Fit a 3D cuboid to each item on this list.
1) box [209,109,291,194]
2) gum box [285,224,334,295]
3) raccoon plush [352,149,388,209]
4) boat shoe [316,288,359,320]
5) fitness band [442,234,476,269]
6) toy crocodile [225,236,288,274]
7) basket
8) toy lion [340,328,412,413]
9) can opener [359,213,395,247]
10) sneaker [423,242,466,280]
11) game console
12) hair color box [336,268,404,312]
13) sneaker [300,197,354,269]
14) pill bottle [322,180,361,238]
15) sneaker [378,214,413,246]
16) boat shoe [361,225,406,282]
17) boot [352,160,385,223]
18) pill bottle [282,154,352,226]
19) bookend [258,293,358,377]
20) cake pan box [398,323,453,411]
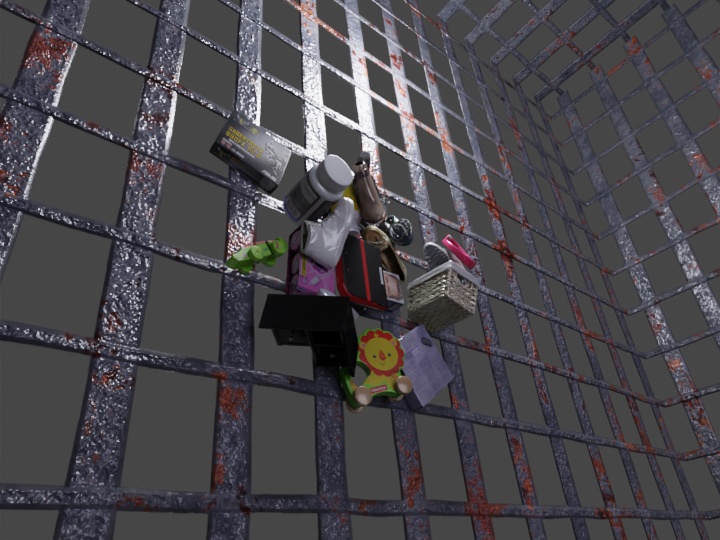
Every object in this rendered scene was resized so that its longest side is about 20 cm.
[{"bbox_3d":[-0.297,-0.326,1.427,0.199,0.048,0.160,35,44,-23],"label":"box"},{"bbox_3d":[-0.129,-0.005,1.354,0.112,0.066,0.203,24,48,-33],"label":"gum box"},{"bbox_3d":[0.045,-0.272,1.642,0.096,0.203,0.133,35,29,30],"label":"raccoon plush"},{"bbox_3d":[-0.063,0.107,1.285,0.072,0.071,0.200,39,-2,31],"label":"boat shoe"},{"bbox_3d":[0.352,-0.066,1.846,0.144,0.037,0.200,45,11,3],"label":"fitness band"},{"bbox_3d":[-0.247,-0.042,1.264,0.199,0.067,0.062,-20,72,-52],"label":"toy crocodile"},{"bbox_3d":[0.244,0.086,1.567,0.134,0.199,0.125,32,49,-24],"label":"basket"},{"bbox_3d":[0.033,0.243,1.322,0.197,0.069,0.194,-7,61,-32],"label":"toy lion"},{"bbox_3d":[0.028,-0.121,1.621,0.199,0.053,0.067,40,9,-17],"label":"can opener"},{"bbox_3d":[0.288,-0.038,1.810,0.199,0.074,0.083,37,26,-28],"label":"sneaker"},{"bbox_3d":[0.000,0.000,1.420,0.175,0.031,0.204,22,51,-42],"label":"game console"},{"bbox_3d":[0.030,0.046,1.484,0.197,0.060,0.102,16,53,-38],"label":"hair color box"},{"bbox_3d":[-0.090,-0.118,1.331,0.114,0.073,0.204,27,66,-29],"label":"sneaker"},{"bbox_3d":[-0.060,-0.180,1.511,0.111,0.112,0.204,10,56,-40],"label":"pill bottle"},{"bbox_3d":[0.131,-0.114,1.631,0.086,0.078,0.200,45,3,-25],"label":"sneaker"},{"bbox_3d":[0.078,-0.051,1.574,0.201,0.073,0.063,50,4,-10],"label":"boat shoe"},{"bbox_3d":[0.015,-0.231,1.483,0.201,0.069,0.149,-114,-172,-66],"label":"boot"},{"bbox_3d":[-0.116,-0.215,1.410,0.112,0.199,0.116,25,47,-30],"label":"pill bottle"},{"bbox_3d":[-0.113,0.154,1.219,0.195,0.201,0.093,2,49,9],"label":"bookend"},{"bbox_3d":[0.161,0.271,1.466,0.199,0.052,0.186,-25,80,-50],"label":"cake pan box"}]
